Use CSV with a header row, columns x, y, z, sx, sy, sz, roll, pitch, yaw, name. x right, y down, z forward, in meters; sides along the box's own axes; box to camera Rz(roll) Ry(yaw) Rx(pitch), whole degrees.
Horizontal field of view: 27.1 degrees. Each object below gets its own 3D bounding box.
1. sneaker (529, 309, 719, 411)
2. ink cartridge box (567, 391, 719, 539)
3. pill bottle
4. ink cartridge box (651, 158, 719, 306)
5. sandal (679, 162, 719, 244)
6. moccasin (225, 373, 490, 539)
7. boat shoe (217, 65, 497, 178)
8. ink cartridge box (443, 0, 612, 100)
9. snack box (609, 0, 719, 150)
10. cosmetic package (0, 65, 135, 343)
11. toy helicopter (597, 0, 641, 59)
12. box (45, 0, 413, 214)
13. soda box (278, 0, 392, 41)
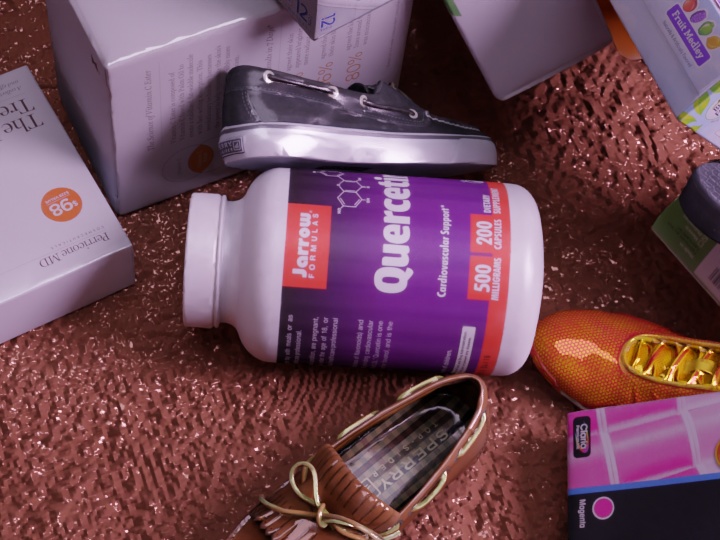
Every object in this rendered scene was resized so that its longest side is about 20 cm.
x,y,z,sx,sy,sz,roll,pitch,yaw,name
0.197,0.060,0.867,0.199,0.077,0.073,17,60,6,sneaker
0.206,0.112,0.795,0.199,0.037,0.095,-11,62,27,ink cartridge box
0.000,0.000,0.862,0.199,0.113,0.113,3,59,-4,pill bottle
0.277,-0.019,0.912,0.199,0.059,0.104,-11,56,-47,ink cartridge box
0.258,-0.020,0.817,0.199,0.043,0.076,9,35,-20,sandal
-0.005,0.126,0.805,0.201,0.078,0.074,-31,67,-22,moccasin
0.004,-0.088,0.899,0.199,0.068,0.057,1,84,-39,boat shoe
0.073,-0.226,0.942,0.084,0.146,0.200,-26,37,10,ink cartridge box
0.195,-0.145,0.855,0.142,0.053,0.201,25,35,-45,snack box
-0.256,-0.021,0.886,0.199,0.052,0.151,-26,68,-19,cosmetic package
0.202,-0.183,1.005,0.200,0.079,0.132,51,39,5,toy helicopter
-0.081,-0.147,0.918,0.199,0.152,0.107,-21,64,-18,box
-0.056,-0.227,0.841,0.063,0.068,0.200,-29,64,-21,soda box
